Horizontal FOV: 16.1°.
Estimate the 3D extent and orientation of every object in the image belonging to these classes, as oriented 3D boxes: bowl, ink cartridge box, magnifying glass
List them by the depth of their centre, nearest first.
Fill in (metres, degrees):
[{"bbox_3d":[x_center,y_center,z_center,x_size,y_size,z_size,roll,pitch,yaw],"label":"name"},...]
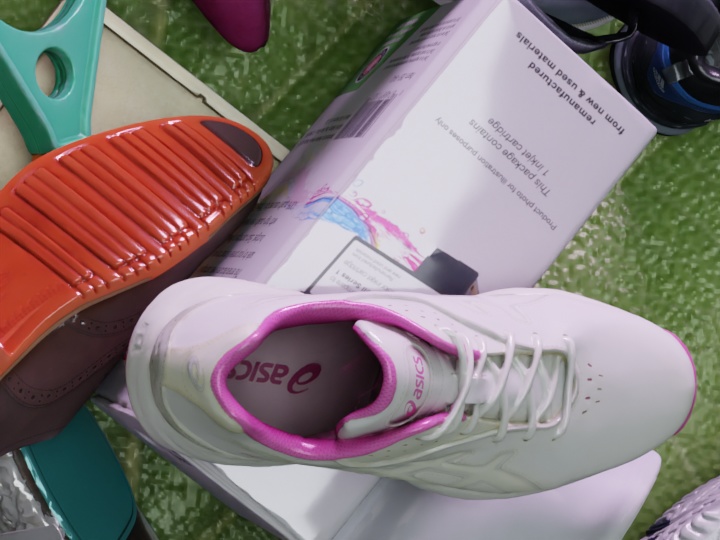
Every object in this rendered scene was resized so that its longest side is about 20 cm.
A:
[{"bbox_3d":[0.000,0.000,0.952,0.084,0.145,0.200,41,82,-11],"label":"ink cartridge box"},{"bbox_3d":[0.020,0.122,0.966,0.090,0.201,0.201,39,82,3],"label":"bowl"},{"bbox_3d":[-0.119,-0.067,0.975,0.079,0.022,0.201,-21,105,-48],"label":"magnifying glass"}]

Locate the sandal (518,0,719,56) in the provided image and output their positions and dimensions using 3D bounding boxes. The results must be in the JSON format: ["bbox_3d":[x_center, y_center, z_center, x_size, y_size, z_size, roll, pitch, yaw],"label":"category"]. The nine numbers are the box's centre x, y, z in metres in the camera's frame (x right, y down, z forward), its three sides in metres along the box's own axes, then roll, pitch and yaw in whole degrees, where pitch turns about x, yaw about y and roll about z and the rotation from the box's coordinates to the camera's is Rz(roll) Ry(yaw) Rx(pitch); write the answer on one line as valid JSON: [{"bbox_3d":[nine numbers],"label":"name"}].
[{"bbox_3d":[0.047,-0.117,0.952,0.199,0.076,0.043,19,94,-28],"label":"sandal"}]

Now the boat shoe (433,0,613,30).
[{"bbox_3d":[0.045,-0.148,1.005,0.199,0.062,0.073,18,62,-32],"label":"boat shoe"}]

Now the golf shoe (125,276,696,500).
[{"bbox_3d":[0.026,0.041,0.839,0.199,0.091,0.076,1,91,-16],"label":"golf shoe"}]

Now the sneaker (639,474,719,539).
[{"bbox_3d":[0.215,0.125,1.060,0.198,0.079,0.130,-29,87,-21],"label":"sneaker"}]

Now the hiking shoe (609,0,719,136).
[{"bbox_3d":[0.202,-0.117,1.055,0.199,0.087,0.075,-34,97,-10],"label":"hiking shoe"}]

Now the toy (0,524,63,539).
[{"bbox_3d":[-0.111,0.143,0.935,0.047,0.200,0.116,-28,96,-27],"label":"toy"}]

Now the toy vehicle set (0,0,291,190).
[{"bbox_3d":[-0.074,-0.004,1.024,0.200,0.027,0.125,38,82,-10],"label":"toy vehicle set"}]

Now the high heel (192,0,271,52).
[{"bbox_3d":[-0.107,-0.167,0.996,0.096,0.067,0.201,-21,79,-22],"label":"high heel"}]

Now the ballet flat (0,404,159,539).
[{"bbox_3d":[-0.108,0.124,1.000,0.072,0.072,0.201,-35,95,-10],"label":"ballet flat"}]

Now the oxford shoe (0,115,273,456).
[{"bbox_3d":[-0.114,0.013,0.946,0.200,0.073,0.071,-35,56,-21],"label":"oxford shoe"}]
